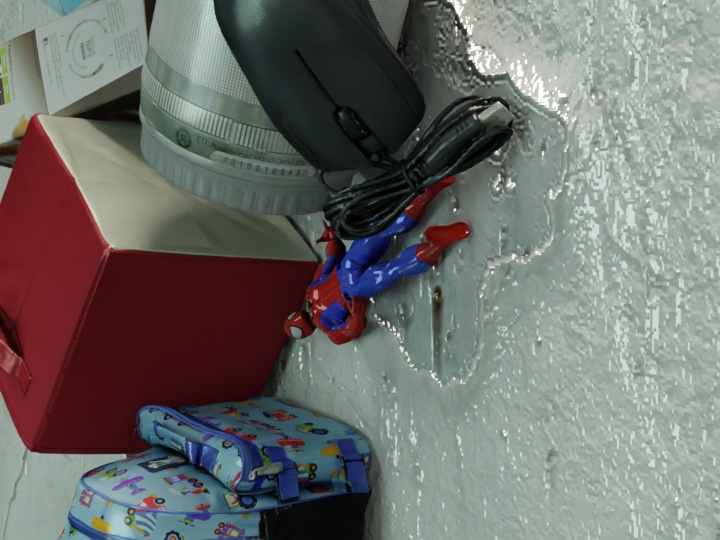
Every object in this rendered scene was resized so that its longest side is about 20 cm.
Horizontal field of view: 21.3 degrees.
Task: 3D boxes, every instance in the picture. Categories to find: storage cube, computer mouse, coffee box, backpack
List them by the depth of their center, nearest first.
[{"bbox_3d":[-0.013,-0.116,1.126,0.138,0.200,0.053,-33,16,20],"label":"computer mouse"},{"bbox_3d":[-0.112,0.168,1.305,0.182,0.199,0.136,19,107,58],"label":"backpack"},{"bbox_3d":[-0.165,0.011,1.393,0.171,0.199,0.181,55,129,42],"label":"storage cube"},{"bbox_3d":[-0.196,-0.139,1.445,0.199,0.114,0.080,-17,74,34],"label":"coffee box"}]

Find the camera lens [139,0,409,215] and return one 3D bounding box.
[{"bbox_3d":[-0.054,-0.157,1.231,0.160,0.159,0.201,46,129,48],"label":"camera lens"}]

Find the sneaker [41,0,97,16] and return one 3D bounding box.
[{"bbox_3d":[-0.179,-0.255,1.479,0.130,0.080,0.200,40,137,1],"label":"sneaker"}]

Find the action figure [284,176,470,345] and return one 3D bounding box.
[{"bbox_3d":[0.000,0.000,1.262,0.200,0.051,0.066,-45,59,53],"label":"action figure"}]

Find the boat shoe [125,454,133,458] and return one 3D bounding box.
[{"bbox_3d":[-0.154,0.157,1.502,0.200,0.072,0.072,48,129,39],"label":"boat shoe"}]
